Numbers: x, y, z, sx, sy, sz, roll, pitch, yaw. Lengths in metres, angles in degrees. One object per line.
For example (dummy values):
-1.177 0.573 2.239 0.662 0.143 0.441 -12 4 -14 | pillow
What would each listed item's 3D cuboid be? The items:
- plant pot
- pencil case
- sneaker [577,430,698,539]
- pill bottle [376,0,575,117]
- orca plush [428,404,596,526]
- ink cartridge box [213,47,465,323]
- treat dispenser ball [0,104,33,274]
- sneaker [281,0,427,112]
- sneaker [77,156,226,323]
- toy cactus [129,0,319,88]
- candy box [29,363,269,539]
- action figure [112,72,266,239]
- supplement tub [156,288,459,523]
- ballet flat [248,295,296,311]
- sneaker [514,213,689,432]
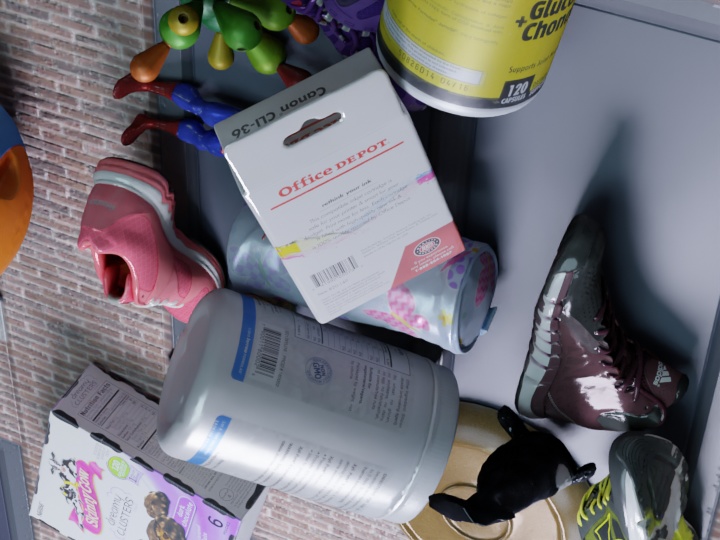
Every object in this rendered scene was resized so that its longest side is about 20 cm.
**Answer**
0.098 0.193 1.310 0.199 0.028 0.201 16 132 19 | plant pot
0.000 0.000 1.172 0.199 0.083 0.091 14 144 22 | pencil case
0.196 0.183 1.189 0.084 0.075 0.200 16 147 29 | sneaker
0.082 -0.197 0.938 0.112 0.112 0.201 27 135 10 | pill bottle
0.100 0.136 1.149 0.105 0.200 0.071 -24 83 33 | orca plush
-0.016 -0.063 1.038 0.116 0.068 0.200 -27 143 0 | ink cartridge box
-0.358 -0.064 1.253 0.200 0.201 0.202 17 132 19 | treat dispenser ball
-0.020 -0.178 1.038 0.080 0.084 0.200 -21 114 41 | sneaker
-0.171 -0.001 1.248 0.073 0.087 0.200 11 151 26 | sneaker
-0.119 -0.189 1.069 0.102 0.200 0.165 -50 59 15 | toy cactus
-0.195 0.204 1.465 0.199 0.072 0.168 28 135 8 | candy box
-0.097 -0.085 1.156 0.199 0.099 0.065 11 132 20 | action figure
-0.041 0.103 1.202 0.199 0.132 0.132 20 138 -17 | supplement tub
-0.112 0.089 1.325 0.071 0.071 0.200 35 136 1 | ballet flat
0.179 0.046 1.117 0.115 0.076 0.200 19 144 11 | sneaker
